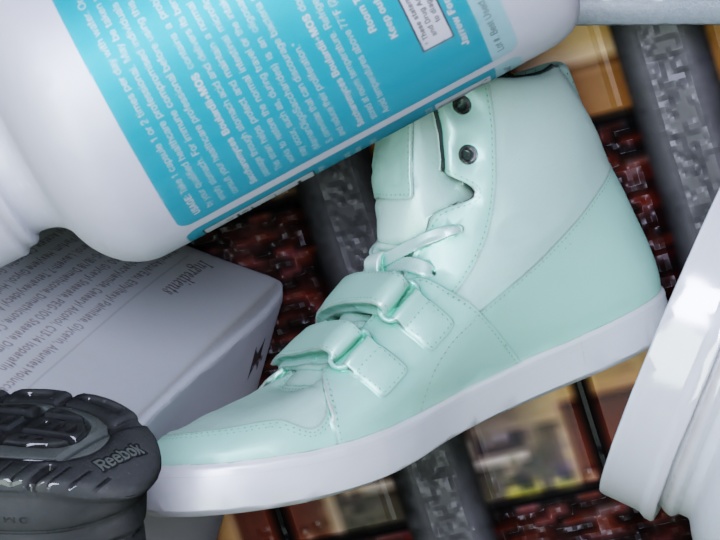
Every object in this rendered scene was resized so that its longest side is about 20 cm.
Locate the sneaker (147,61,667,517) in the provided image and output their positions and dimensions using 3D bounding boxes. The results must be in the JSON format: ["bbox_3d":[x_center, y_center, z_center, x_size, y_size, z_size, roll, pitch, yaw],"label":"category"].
[{"bbox_3d":[0.000,0.000,0.879,0.074,0.200,0.119,-7,105,59],"label":"sneaker"}]

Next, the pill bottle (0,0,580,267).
[{"bbox_3d":[-0.043,-0.075,0.824,0.199,0.111,0.111,-28,98,0],"label":"pill bottle"}]

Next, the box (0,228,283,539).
[{"bbox_3d":[-0.135,0.096,0.928,0.130,0.200,0.200,20,110,10],"label":"box"}]

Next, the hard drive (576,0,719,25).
[{"bbox_3d":[0.121,-0.148,0.860,0.199,0.033,0.140,1,107,17],"label":"hard drive"}]

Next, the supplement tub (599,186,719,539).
[{"bbox_3d":[0.188,0.052,0.842,0.199,0.145,0.146,23,113,10],"label":"supplement tub"}]

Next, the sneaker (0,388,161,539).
[{"bbox_3d":[-0.152,0.080,0.784,0.199,0.076,0.091,6,112,19],"label":"sneaker"}]
